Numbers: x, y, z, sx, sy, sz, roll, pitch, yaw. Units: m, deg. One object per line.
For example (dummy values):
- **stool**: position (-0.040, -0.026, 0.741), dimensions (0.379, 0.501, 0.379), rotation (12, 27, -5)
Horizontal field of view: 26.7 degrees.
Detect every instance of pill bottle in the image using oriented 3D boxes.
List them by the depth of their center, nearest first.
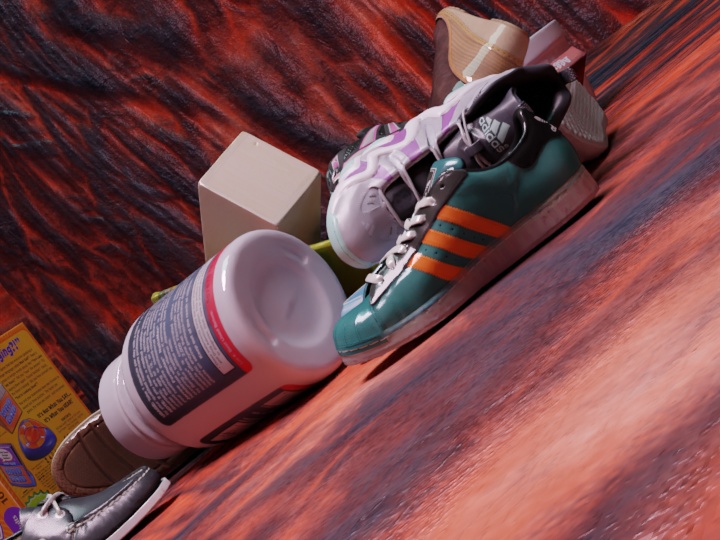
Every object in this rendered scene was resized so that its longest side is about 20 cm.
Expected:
- **pill bottle**: position (-0.110, 0.065, 1.148), dimensions (0.200, 0.120, 0.120), rotation (-35, 4, 40)

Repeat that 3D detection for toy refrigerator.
- **toy refrigerator**: position (-0.078, -0.016, 1.237), dimensions (0.070, 0.076, 0.201), rotation (-52, -20, -30)

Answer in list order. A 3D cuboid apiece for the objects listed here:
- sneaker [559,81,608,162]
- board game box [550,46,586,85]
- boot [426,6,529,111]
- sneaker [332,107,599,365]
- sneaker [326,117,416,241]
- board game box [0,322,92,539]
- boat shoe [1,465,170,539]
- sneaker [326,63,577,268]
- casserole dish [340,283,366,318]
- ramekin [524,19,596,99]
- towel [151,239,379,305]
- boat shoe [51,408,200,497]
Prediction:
- **sneaker**: position (0.139, -0.100, 1.219), dimensions (0.104, 0.076, 0.200), rotation (-38, 0, 17)
- **board game box**: position (0.133, -0.108, 1.351), dimensions (0.200, 0.019, 0.103), rotation (-40, -35, -31)
- **boot**: position (0.066, -0.124, 1.231), dimensions (0.167, 0.072, 0.200), rotation (-63, 11, 5)
- **sneaker**: position (0.052, -0.023, 0.965), dimensions (0.199, 0.080, 0.071), rotation (-38, 6, -6)
- **sneaker**: position (0.006, -0.063, 1.287), dimensions (0.086, 0.081, 0.200), rotation (1, 29, 23)
- **board game box**: position (-0.431, 0.219, 1.700), dimensions (0.199, 0.200, 0.200), rotation (-35, 3, 26)
- **boat shoe**: position (-0.228, 0.197, 1.091), dimensions (0.199, 0.061, 0.076), rotation (-37, 3, 0)
- **sneaker**: position (0.070, -0.082, 1.032), dimensions (0.200, 0.078, 0.140), rotation (-45, 12, -26)
- **casserole dish**: position (0.059, -0.008, 1.084), dimensions (0.200, 0.039, 0.121), rotation (-39, 5, -32)
- **ramekin**: position (0.154, -0.161, 1.591), dimensions (0.200, 0.105, 0.200), rotation (-38, 4, 3)
- **towel**: position (-0.065, 0.023, 1.190), dimensions (0.199, 0.086, 0.018), rotation (-16, 46, 30)
- **boat shoe**: position (-0.165, 0.133, 1.282), dimensions (0.201, 0.075, 0.075), rotation (-26, -2, -15)
